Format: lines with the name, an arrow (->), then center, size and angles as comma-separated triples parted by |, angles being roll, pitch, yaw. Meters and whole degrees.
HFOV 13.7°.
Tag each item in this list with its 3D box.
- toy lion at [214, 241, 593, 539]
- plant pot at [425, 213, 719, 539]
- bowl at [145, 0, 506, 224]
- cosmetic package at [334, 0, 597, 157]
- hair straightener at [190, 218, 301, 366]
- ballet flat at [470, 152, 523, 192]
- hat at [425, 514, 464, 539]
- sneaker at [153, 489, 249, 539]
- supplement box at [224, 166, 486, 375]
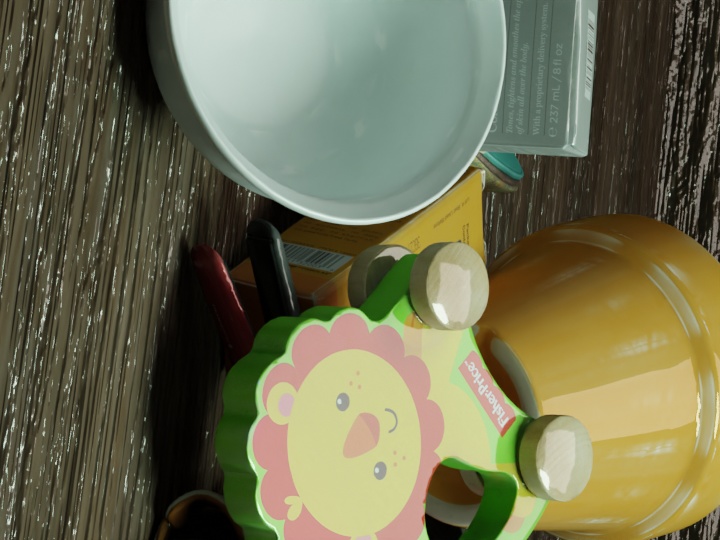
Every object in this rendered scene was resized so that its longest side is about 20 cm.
toy lion -> 0.014, 0.094, 1.558 | 0.192, 0.068, 0.200 | -51, 122, -30
plant pot -> 0.110, 0.074, 1.784 | 0.183, 0.199, 0.202 | -10, 106, -50
bowl -> -0.032, -0.118, 1.475 | 0.200, 0.090, 0.203 | 4, 83, -34
cosmetic package -> 0.022, -0.118, 1.573 | 0.090, 0.199, 0.108 | 2, 90, -80
hair straightener -> -0.020, 0.064, 1.578 | 0.041, 0.077, 0.201 | -1, -67, 65
ballet flat -> 0.030, -0.093, 1.844 | 0.200, 0.070, 0.071 | 41, 52, -51
hat -> -0.003, 0.216, 1.834 | 0.081, 0.200, 0.202 | -9, 109, -32
sneaker -> -0.062, 0.144, 1.566 | 0.200, 0.072, 0.085 | -52, 148, -67
supplement box -> 0.000, 0.000, 1.698 | 0.200, 0.068, 0.067 | -34, 129, -50
